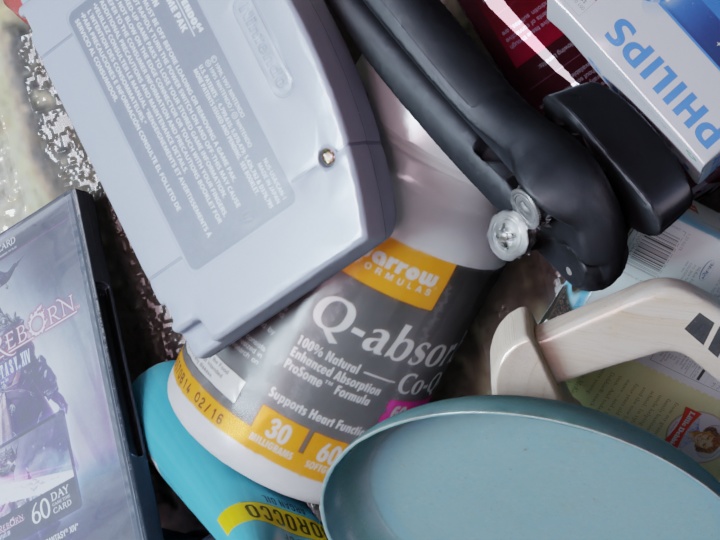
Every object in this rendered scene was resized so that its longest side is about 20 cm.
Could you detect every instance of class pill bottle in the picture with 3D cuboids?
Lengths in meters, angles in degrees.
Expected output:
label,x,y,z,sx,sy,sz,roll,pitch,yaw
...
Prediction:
label,x,y,z,sx,sy,sz,roll,pitch,yaw
pill bottle,0.000,0.000,1.400,0.116,0.116,0.200,34,109,18

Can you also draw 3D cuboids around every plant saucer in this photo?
label,x,y,z,sx,sy,sz,roll,pitch,yaw
plant saucer,0.081,0.113,1.299,0.199,0.027,0.200,11,142,9

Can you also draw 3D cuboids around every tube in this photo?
label,x,y,z,sx,sy,sz,roll,pitch,yaw
tube,-0.056,0.109,1.414,0.200,0.077,0.051,46,115,53

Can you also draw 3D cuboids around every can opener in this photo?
label,x,y,z,sx,sy,sz,roll,pitch,yaw
can opener,0.052,-0.069,1.296,0.200,0.078,0.064,43,141,24

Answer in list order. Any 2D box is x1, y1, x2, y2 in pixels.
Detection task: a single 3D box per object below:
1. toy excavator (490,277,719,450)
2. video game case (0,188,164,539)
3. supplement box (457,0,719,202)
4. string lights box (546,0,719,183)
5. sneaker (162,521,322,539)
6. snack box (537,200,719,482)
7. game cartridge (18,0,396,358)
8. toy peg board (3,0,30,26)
label,x,y,z,sx,sy,sz,roll,pitch,yaw
toy excavator,0.182,0.035,1.282,0.200,0.100,0.195,38,109,-13
video game case,-0.170,0.078,1.494,0.143,0.019,0.201,-30,62,30
supplement box,0.112,-0.124,1.363,0.109,0.061,0.200,-33,81,24
string lights box,0.186,-0.143,1.283,0.200,0.059,0.103,-42,83,-2
sneaker,-0.037,0.155,1.457,0.199,0.078,0.080,23,110,10
snack box,0.124,0.066,1.357,0.116,0.037,0.200,25,112,-17
game cartridge,-0.067,-0.078,1.348,0.133,0.040,0.201,-34,77,32
toy peg board,-0.125,-0.200,1.445,0.199,0.098,0.200,39,110,16
